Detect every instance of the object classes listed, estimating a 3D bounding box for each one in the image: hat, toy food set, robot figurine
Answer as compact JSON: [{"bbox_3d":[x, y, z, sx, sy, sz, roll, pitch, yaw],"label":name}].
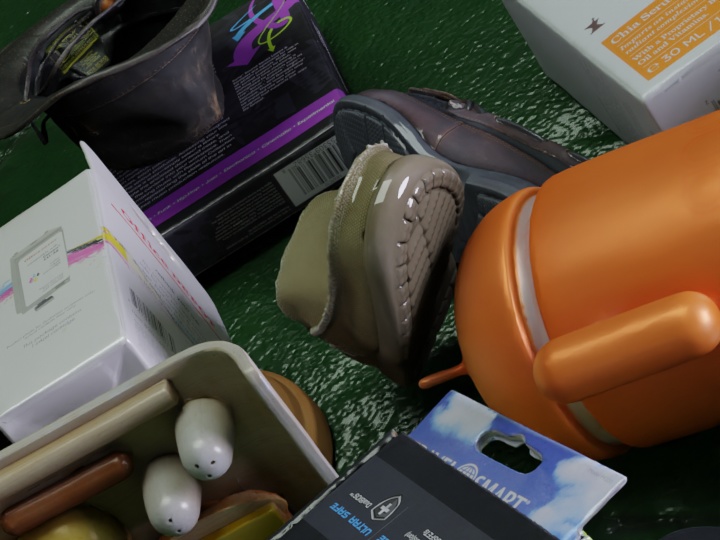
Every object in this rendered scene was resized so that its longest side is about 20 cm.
[{"bbox_3d":[-0.119,-0.101,1.310,0.200,0.081,0.201,-29,21,13],"label":"hat"},{"bbox_3d":[-0.089,0.128,0.978,0.200,0.144,0.060,-28,33,12],"label":"toy food set"},{"bbox_3d":[0.122,0.006,0.966,0.200,0.117,0.144,-21,46,27],"label":"robot figurine"}]

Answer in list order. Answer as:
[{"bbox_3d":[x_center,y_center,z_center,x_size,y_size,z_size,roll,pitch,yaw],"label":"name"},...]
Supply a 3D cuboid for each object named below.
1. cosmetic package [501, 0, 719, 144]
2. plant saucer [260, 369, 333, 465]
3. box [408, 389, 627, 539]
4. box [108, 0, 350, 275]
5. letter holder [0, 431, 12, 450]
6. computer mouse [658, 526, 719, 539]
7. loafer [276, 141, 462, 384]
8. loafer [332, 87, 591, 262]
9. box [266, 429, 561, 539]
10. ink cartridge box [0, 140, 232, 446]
[{"bbox_3d":[0.146,-0.115,1.159,0.101,0.071,0.200,-37,29,-1],"label":"cosmetic package"},{"bbox_3d":[-0.106,0.113,1.128,0.200,0.037,0.200,-26,30,16],"label":"plant saucer"},{"bbox_3d":[0.003,0.139,0.892,0.200,0.048,0.122,-43,31,-15],"label":"box"},{"bbox_3d":[-0.075,-0.076,1.357,0.143,0.036,0.200,-32,31,6],"label":"box"},{"bbox_3d":[-0.230,0.073,1.074,0.142,0.200,0.101,-12,37,37],"label":"letter holder"},{"bbox_3d":[0.139,0.155,0.823,0.058,0.034,0.200,-13,35,-4],"label":"computer mouse"},{"bbox_3d":[0.000,0.000,1.028,0.067,0.200,0.076,18,73,7],"label":"loafer"},{"bbox_3d":[0.059,-0.042,1.164,0.063,0.072,0.200,-25,31,-22],"label":"loafer"},{"bbox_3d":[-0.013,0.154,0.778,0.198,0.050,0.200,-40,24,-9],"label":"box"},{"bbox_3d":[-0.105,0.037,1.081,0.067,0.117,0.200,-33,28,7],"label":"ink cartridge box"}]
